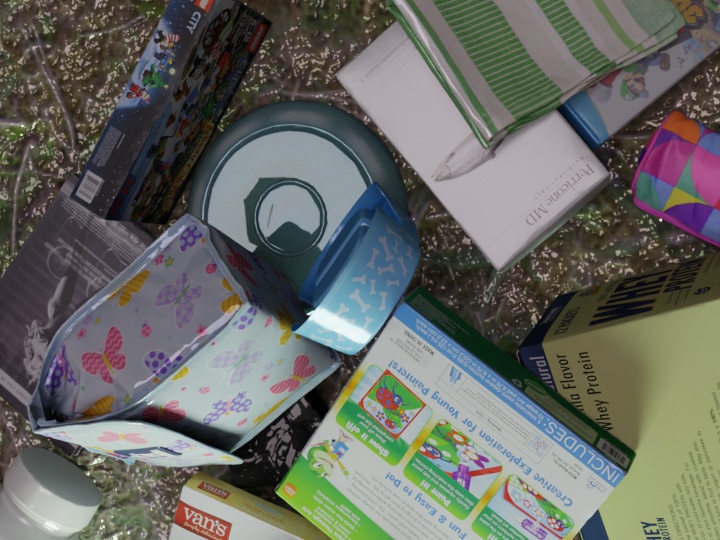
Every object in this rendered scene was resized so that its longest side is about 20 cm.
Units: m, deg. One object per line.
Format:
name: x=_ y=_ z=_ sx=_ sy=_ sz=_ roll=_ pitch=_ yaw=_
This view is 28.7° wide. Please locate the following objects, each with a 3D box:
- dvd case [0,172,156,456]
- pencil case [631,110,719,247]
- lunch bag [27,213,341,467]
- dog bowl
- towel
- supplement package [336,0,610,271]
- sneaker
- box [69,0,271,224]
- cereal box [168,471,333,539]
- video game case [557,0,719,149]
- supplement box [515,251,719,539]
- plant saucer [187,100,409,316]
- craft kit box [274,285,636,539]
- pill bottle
dvd case: x=-0.253 y=0.040 z=1.242 sx=0.148 sy=0.016 sz=0.201 roll=37 pitch=99 yaw=10
pencil case: x=0.305 y=-0.045 z=1.090 sx=0.199 sy=0.088 sz=0.089 roll=31 pitch=97 yaw=12
lunch bag: x=-0.140 y=0.080 z=1.104 sx=0.199 sy=0.169 sz=0.128 roll=-38 pitch=60 yaw=8
dog bowl: x=0.000 y=0.000 z=1.076 sx=0.049 sy=0.200 sz=0.112 roll=34 pitch=102 yaw=-8
towel: x=0.131 y=-0.197 z=1.058 sx=0.199 sy=0.023 sz=0.153 roll=-32 pitch=81 yaw=-20
supplement package: x=0.092 y=-0.111 z=1.115 sx=0.117 sy=0.117 sz=0.201 roll=-41 pitch=83 yaw=7
sneaker: x=-0.065 y=0.161 z=1.186 sx=0.104 sy=0.060 sz=0.201 roll=-33 pitch=80 yaw=11
box: x=-0.153 y=-0.135 z=1.157 sx=0.037 sy=0.136 sz=0.202 roll=30 pitch=97 yaw=12
cereal box: x=-0.104 y=0.286 z=1.182 sx=0.142 sy=0.040 sz=0.202 roll=20 pitch=110 yaw=12
video game case: x=0.212 y=-0.210 z=1.104 sx=0.199 sy=0.018 sz=0.144 roll=-39 pitch=84 yaw=-11
supplement box: x=0.251 y=0.104 z=1.038 sx=0.198 sy=0.134 sz=0.202 roll=-17 pitch=99 yaw=26
plant saucer: x=-0.058 y=-0.045 z=1.195 sx=0.197 sy=0.027 sz=0.203 roll=0 pitch=90 yaw=11
craft kit box: x=0.065 y=0.149 z=1.029 sx=0.199 sy=0.048 sz=0.198 roll=38 pitch=113 yaw=8
pill bottle: x=-0.309 y=0.257 z=1.211 sx=0.112 sy=0.112 sz=0.201 roll=36 pitch=98 yaw=9
